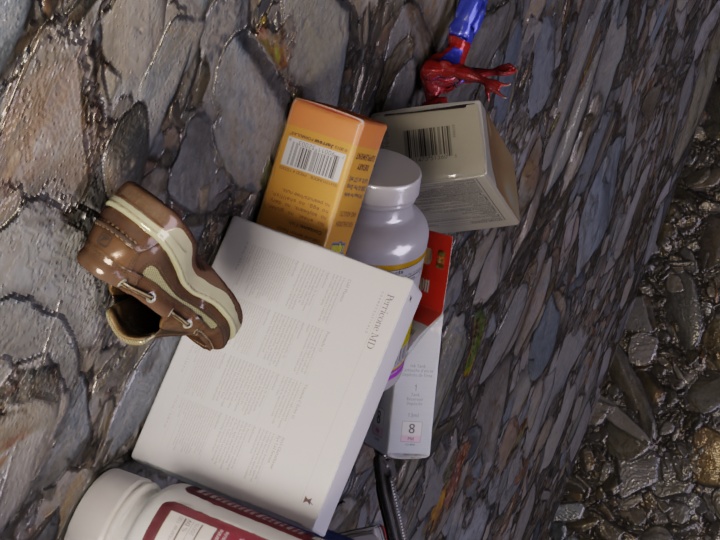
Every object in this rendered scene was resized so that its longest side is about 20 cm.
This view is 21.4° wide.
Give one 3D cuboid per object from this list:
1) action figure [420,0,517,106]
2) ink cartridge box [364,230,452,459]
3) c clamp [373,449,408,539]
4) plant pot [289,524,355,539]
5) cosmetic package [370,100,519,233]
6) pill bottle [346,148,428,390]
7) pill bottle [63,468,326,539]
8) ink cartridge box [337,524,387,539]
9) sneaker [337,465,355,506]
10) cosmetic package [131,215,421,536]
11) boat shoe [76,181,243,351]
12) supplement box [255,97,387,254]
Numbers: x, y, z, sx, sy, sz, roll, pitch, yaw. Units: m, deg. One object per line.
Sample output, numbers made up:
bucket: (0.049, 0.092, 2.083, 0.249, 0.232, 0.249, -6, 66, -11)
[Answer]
action figure: (0.121, -0.221, 1.783, 0.200, 0.099, 0.065, -65, 162, -10)
ink cartridge box: (0.027, 0.060, 1.759, 0.163, 0.057, 0.200, -161, -108, -71)
c clamp: (0.040, 0.264, 1.968, 0.171, 0.027, 0.200, 70, 7, -79)
plant pot: (-0.078, 0.300, 1.561, 0.200, 0.200, 0.180, -63, 157, -21)
cosmetic package: (0.080, -0.091, 1.753, 0.200, 0.105, 0.071, 44, 41, -74)
pill bottle: (0.000, 0.000, 1.620, 0.104, 0.104, 0.200, -45, 150, -56)
pill bottle: (-0.105, 0.220, 1.358, 0.114, 0.200, 0.114, 20, 90, -73)
ink cartridge box: (-0.005, 0.326, 1.857, 0.200, 0.083, 0.147, 67, 11, -82)
sneaker: (-0.053, 0.225, 1.763, 0.099, 0.071, 0.200, 63, 44, -62)
cosmetic package: (-0.061, 0.078, 1.428, 0.052, 0.151, 0.200, 51, 60, -71)
boat shoe: (-0.139, 0.014, 1.265, 0.075, 0.075, 0.202, -52, 154, -13)
supplement box: (-0.044, -0.031, 1.507, 0.200, 0.069, 0.067, -71, 163, 7)
